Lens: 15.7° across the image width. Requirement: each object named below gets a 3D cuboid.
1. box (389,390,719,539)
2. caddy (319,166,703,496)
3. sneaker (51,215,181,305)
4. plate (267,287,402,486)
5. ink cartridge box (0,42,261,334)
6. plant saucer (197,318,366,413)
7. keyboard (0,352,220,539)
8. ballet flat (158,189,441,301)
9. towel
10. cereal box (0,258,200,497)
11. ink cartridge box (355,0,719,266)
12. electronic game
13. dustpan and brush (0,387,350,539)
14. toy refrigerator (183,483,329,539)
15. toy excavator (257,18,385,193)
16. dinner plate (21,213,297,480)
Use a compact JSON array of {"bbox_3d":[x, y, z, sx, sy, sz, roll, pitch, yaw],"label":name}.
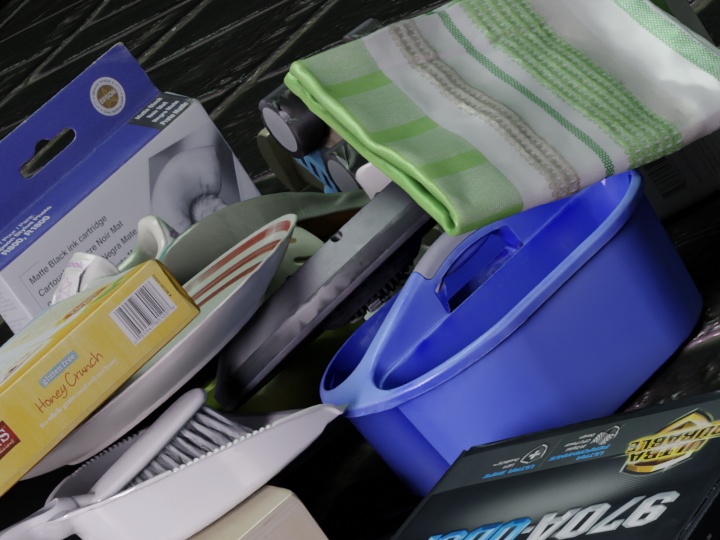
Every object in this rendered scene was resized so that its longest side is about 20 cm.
[{"bbox_3d":[0.083,0.123,1.076,0.200,0.046,0.159,-17,24,47],"label":"box"},{"bbox_3d":[0.070,0.023,1.283,0.200,0.105,0.141,-42,18,-25],"label":"caddy"},{"bbox_3d":[-0.157,0.051,1.452,0.200,0.100,0.075,-46,22,-29],"label":"sneaker"},{"bbox_3d":[-0.051,0.079,1.508,0.199,0.032,0.200,-38,16,-12],"label":"plate"},{"bbox_3d":[-0.154,-0.020,1.698,0.200,0.200,0.041,-45,19,-32],"label":"ink cartridge box"},{"bbox_3d":[-0.087,0.074,1.480,0.200,0.031,0.200,-32,17,11],"label":"plant saucer"},{"bbox_3d":[-0.137,0.090,1.367,0.104,0.040,0.200,9,51,41],"label":"keyboard"},{"bbox_3d":[-0.021,-0.011,1.464,0.200,0.068,0.064,-14,26,-37],"label":"ballet flat"},{"bbox_3d":[0.082,-0.095,1.302,0.200,0.031,0.149,-23,47,-31],"label":"towel"},{"bbox_3d":[-0.166,0.064,1.260,0.144,0.040,0.200,-44,8,-20],"label":"cereal box"},{"bbox_3d":[0.110,-0.068,1.449,0.200,0.117,0.067,-29,16,19],"label":"ink cartridge box"},{"bbox_3d":[0.000,0.000,1.341,0.200,0.042,0.200,-43,-1,-1],"label":"electronic game"},{"bbox_3d":[-0.116,0.107,1.222,0.200,0.057,0.140,-43,18,-28],"label":"dustpan and brush"},{"bbox_3d":[-0.075,0.148,1.274,0.070,0.076,0.200,-40,17,-19],"label":"toy refrigerator"},{"bbox_3d":[-0.010,-0.081,1.788,0.100,0.200,0.194,-39,60,-18],"label":"toy excavator"},{"bbox_3d":[-0.102,0.044,1.291,0.200,0.024,0.200,-40,9,8],"label":"dinner plate"}]
